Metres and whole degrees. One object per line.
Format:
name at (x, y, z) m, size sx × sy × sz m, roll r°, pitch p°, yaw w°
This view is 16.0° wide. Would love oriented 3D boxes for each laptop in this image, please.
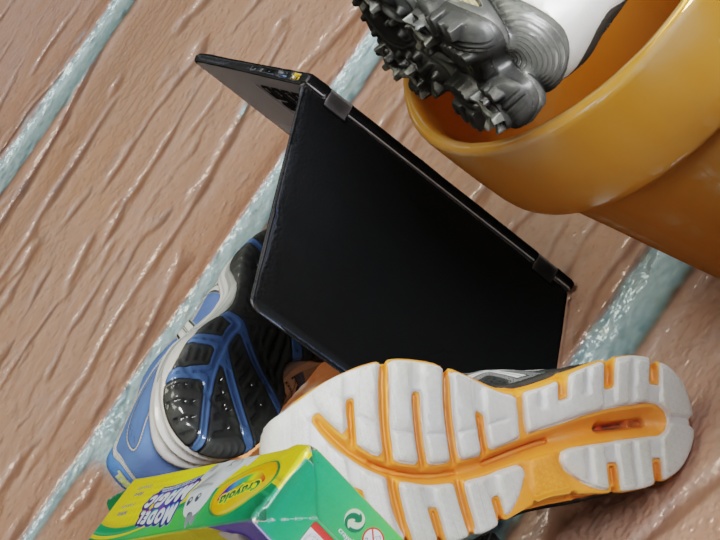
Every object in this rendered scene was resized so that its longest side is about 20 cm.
laptop at (0.000, 0.000, 1.245) m, size 0.116 × 0.187 × 0.200 m, roll -57°, pitch 29°, yaw -8°

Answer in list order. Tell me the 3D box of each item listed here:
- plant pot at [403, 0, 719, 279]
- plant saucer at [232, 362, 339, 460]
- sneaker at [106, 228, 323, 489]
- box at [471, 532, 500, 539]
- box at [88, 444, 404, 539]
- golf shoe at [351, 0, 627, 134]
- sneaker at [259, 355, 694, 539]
plant pot at (0.151, -0.087, 1.120) m, size 0.200 × 0.183 × 0.201 m, roll -36°, pitch 34°, yaw 29°
plant saucer at (-0.049, 0.101, 1.290) m, size 0.200 × 0.038 × 0.200 m, roll -40°, pitch 7°, yaw 6°
sneaker at (-0.064, 0.042, 1.271) m, size 0.077 × 0.076 × 0.200 m, roll -38°, pitch 3°, yaw 35°
box at (-0.022, 0.216, 1.145) m, size 0.199 × 0.044 × 0.160 m, roll -31°, pitch 17°, yaw 35°
box at (-0.042, 0.137, 1.102) m, size 0.048 × 0.117 × 0.200 m, roll -50°, pitch 15°, yaw -25°
golf shoe at (0.050, -0.118, 1.056) m, size 0.094 × 0.078 × 0.200 m, roll -38°, pitch 30°, yaw -7°
sneaker at (0.046, 0.079, 1.125) m, size 0.077 × 0.199 × 0.079 m, roll 166°, pitch 102°, yaw -65°
